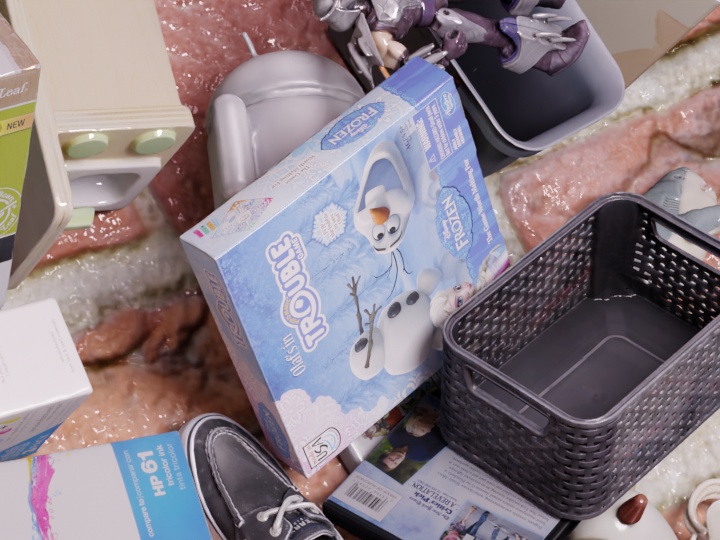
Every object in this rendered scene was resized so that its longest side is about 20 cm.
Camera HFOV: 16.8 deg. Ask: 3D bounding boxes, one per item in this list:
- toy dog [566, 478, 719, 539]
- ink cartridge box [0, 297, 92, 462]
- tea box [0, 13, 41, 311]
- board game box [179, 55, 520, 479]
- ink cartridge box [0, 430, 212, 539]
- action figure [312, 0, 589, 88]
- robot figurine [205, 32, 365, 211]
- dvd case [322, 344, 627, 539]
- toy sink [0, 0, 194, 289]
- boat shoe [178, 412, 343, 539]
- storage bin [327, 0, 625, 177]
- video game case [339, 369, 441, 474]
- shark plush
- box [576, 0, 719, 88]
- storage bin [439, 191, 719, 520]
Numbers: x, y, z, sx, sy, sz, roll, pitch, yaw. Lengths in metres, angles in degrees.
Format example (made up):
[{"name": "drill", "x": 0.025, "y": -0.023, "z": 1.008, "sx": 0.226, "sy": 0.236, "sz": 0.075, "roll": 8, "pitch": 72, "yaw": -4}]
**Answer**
[{"name": "toy dog", "x": 0.215, "y": 0.190, "z": 1.647, "sx": 0.199, "sy": 0.096, "sz": 0.132, "roll": 8, "pitch": 69, "yaw": -27}, {"name": "ink cartridge box", "x": -0.275, "y": 0.088, "z": 1.453, "sx": 0.199, "sy": 0.115, "sz": 0.068, "roll": -15, "pitch": 74, "yaw": -31}, {"name": "tea box", "x": -0.301, "y": -0.091, "z": 1.440, "sx": 0.133, "sy": 0.197, "sz": 0.200, "roll": -19, "pitch": 52, "yaw": -32}, {"name": "board game box", "x": 0.000, "y": 0.000, "z": 1.559, "sx": 0.199, "sy": 0.200, "sz": 0.043, "roll": -38, "pitch": 43, "yaw": -19}, {"name": "ink cartridge box", "x": -0.208, "y": 0.169, "z": 1.430, "sx": 0.199, "sy": 0.145, "sz": 0.085, "roll": -10, "pitch": 71, "yaw": -31}, {"name": "action figure", "x": 0.053, "y": -0.179, "z": 1.618, "sx": 0.199, "sy": 0.069, "sz": 0.131, "roll": -1, "pitch": 68, "yaw": -27}, {"name": "robot figurine", "x": -0.045, "y": -0.063, "z": 1.647, "sx": 0.169, "sy": 0.113, "sz": 0.201, "roll": 30, "pitch": 47, "yaw": -55}, {"name": "dvd case", "x": 0.089, "y": 0.128, "z": 1.612, "sx": 0.142, "sy": 0.018, "sz": 0.200, "roll": 26, "pitch": 50, "yaw": 25}, {"name": "toy sink", "x": -0.188, "y": -0.103, "z": 1.583, "sx": 0.112, "sy": 0.130, "sz": 0.201, "roll": -5, "pitch": 68, "yaw": -30}, {"name": "boat shoe", "x": -0.047, "y": 0.173, "z": 1.559, "sx": 0.072, "sy": 0.068, "sz": 0.200, "roll": -24, "pitch": 79, "yaw": -34}, {"name": "storage bin", "x": 0.064, "y": -0.149, "z": 1.733, "sx": 0.145, "sy": 0.134, "sz": 0.200, "roll": -29, "pitch": 81, "yaw": -35}, {"name": "video game case", "x": 0.089, "y": 0.143, "z": 1.674, "sx": 0.182, "sy": 0.022, "sz": 0.200, "roll": -27, "pitch": 82, "yaw": -34}, {"name": "shark plush", "x": 0.185, "y": -0.009, "z": 1.795, "sx": 0.200, "sy": 0.091, "sz": 0.083, "roll": -30, "pitch": 62, "yaw": -14}, {"name": "box", "x": 0.207, "y": -0.196, "z": 1.789, "sx": 0.078, "sy": 0.200, "sz": 0.095, "roll": 48, "pitch": 55, "yaw": 1}, {"name": "storage bin", "x": 0.158, "y": 0.053, "z": 1.610, "sx": 0.135, "sy": 0.094, "sz": 0.200, "roll": 32, "pitch": 51, "yaw": 30}]
